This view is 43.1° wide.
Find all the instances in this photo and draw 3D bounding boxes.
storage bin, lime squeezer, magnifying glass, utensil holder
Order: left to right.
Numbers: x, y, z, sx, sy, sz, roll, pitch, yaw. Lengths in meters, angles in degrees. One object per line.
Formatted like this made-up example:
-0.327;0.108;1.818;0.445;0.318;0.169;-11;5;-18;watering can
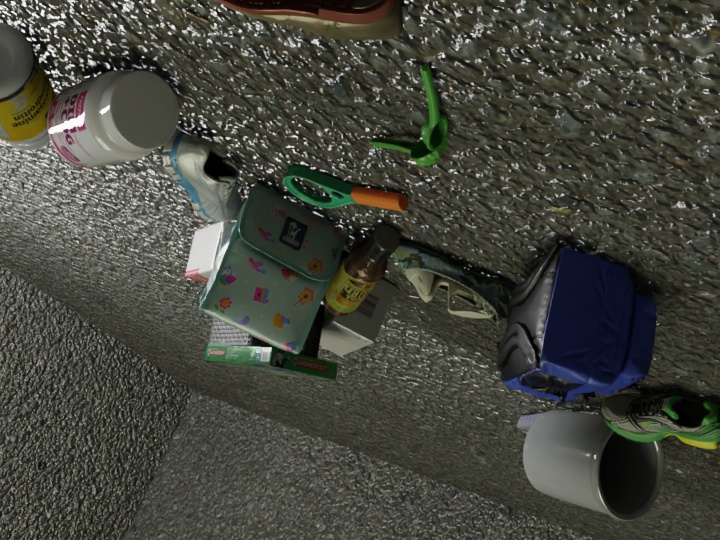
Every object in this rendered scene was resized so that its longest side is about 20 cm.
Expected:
-0.160;0.094;1.541;0.133;0.096;0.199;15;169;-29;storage bin
-0.023;-0.102;1.209;0.197;0.023;0.080;11;157;36;magnifying glass
0.065;-0.150;0.952;0.071;0.037;0.200;57;163;3;lime squeezer
0.412;0.341;1.636;0.169;0.173;0.199;33;162;-26;utensil holder

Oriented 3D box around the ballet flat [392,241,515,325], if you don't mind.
0.122;0.021;1.285;0.196;0.075;0.074;21;162;15;ballet flat

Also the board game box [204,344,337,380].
-0.148;0.149;1.484;0.133;0.030;0.198;17;167;-38;board game box

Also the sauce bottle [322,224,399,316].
0.000;0.000;1.339;0.064;0.066;0.200;26;146;-7;sauce bottle

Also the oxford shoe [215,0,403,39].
-0.055;-0.234;0.799;0.197;0.072;0.075;19;167;22;oxford shoe

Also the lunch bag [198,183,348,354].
-0.126;-0.004;1.343;0.168;0.203;0.122;26;-179;-11;lunch bag

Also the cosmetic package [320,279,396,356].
-0.019;0.074;1.564;0.084;0.109;0.200;27;161;-11;cosmetic package

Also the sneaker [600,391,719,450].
0.457;0.211;1.382;0.197;0.079;0.085;-1;144;37;sneaker

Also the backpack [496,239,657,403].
0.259;0.088;1.132;0.165;0.165;0.200;22;162;-4;backpack

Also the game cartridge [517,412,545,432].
0.428;0.344;1.846;0.197;0.039;0.130;28;158;-7;game cartridge

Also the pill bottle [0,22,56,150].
-0.489;-0.248;1.278;0.110;0.114;0.200;23;163;4;pill bottle

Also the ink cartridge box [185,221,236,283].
-0.167;-0.009;1.492;0.197;0.087;0.145;18;167;-27;ink cartridge box

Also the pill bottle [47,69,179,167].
-0.323;-0.198;1.192;0.113;0.115;0.198;36;159;-33;pill bottle

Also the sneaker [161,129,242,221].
-0.206;-0.126;1.313;0.085;0.076;0.200;7;159;22;sneaker

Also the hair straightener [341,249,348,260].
-0.097;-0.032;1.415;0.198;0.078;0.041;33;163;-22;hair straightener
